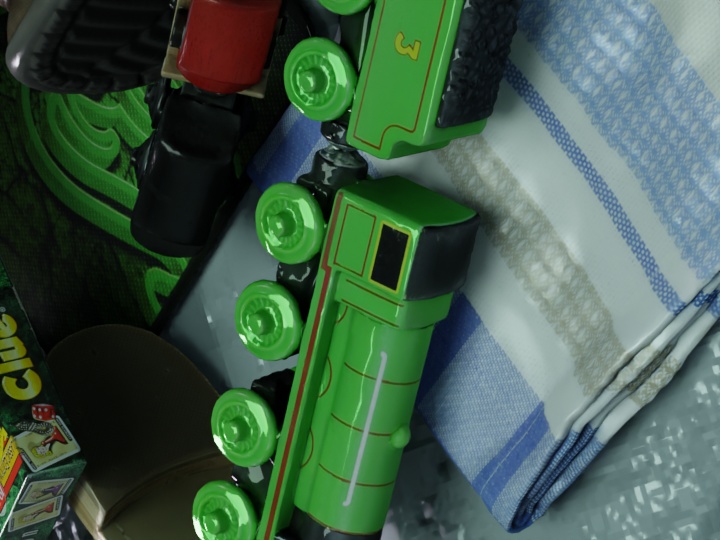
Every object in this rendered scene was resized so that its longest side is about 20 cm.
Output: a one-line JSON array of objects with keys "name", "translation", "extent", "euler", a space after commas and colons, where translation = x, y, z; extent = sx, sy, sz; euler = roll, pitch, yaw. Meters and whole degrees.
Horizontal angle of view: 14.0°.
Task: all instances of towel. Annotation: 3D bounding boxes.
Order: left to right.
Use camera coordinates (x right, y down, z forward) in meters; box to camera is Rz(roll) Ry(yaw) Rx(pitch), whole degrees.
[{"name": "towel", "translation": [0.052, -0.043, 0.769], "extent": [0.147, 0.024, 0.200], "euler": [54, 128, 23]}]

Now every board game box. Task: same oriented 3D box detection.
[{"name": "board game box", "translation": [-0.138, 0.071, 0.925], "extent": [0.105, 0.023, 0.200], "euler": [61, 145, 25]}]

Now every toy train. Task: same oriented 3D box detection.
[{"name": "toy train", "translation": [-0.035, -0.072, 0.782], "extent": [0.034, 0.046, 0.200], "euler": [15, 139, -4]}, {"name": "toy train", "translation": [0.000, 0.000, 0.788], "extent": [0.056, 0.042, 0.201], "euler": [25, 114, 30]}]

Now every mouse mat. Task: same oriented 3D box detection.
[{"name": "mouse mat", "translation": [-0.101, -0.078, 0.917], "extent": [0.200, 0.008, 0.161], "euler": [50, 127, 24]}]

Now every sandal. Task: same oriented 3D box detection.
[{"name": "sandal", "translation": [-0.038, 0.117, 0.861], "extent": [0.212, 0.077, 0.070], "euler": [58, 150, 27]}]

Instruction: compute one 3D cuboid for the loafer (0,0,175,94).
[{"name": "loafer", "translation": [-0.042, -0.134, 0.814], "extent": [0.200, 0.073, 0.071], "euler": [-53, 52, 26]}]
